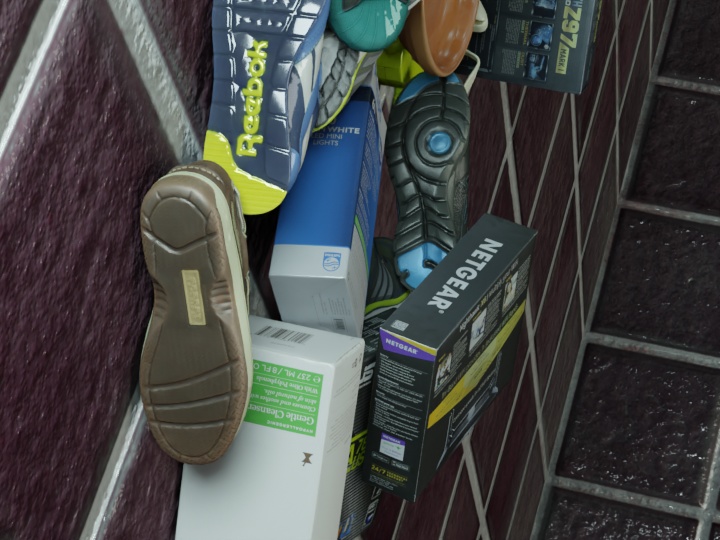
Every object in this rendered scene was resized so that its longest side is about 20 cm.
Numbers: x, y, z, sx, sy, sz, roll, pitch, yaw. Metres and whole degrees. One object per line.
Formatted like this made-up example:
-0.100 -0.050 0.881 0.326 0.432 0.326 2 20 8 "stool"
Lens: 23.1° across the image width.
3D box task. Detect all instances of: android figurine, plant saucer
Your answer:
0.046 -0.244 1.548 0.182 0.041 0.200 -50 147 -63 "android figurine"
0.063 -0.262 1.461 0.200 0.037 0.201 7 90 -74 "plant saucer"

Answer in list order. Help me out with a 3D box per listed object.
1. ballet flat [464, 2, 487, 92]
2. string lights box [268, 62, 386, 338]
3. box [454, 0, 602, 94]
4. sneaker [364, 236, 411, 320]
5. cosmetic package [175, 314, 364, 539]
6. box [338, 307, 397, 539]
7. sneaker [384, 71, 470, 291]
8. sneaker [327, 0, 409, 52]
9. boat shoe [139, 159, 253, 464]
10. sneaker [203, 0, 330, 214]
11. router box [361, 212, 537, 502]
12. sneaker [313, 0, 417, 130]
0.085 -0.219 1.664 0.071 0.065 0.200 39 64 -82 "ballet flat"
-0.021 -0.055 1.322 0.103 0.059 0.200 79 16 -58 "string lights box"
0.157 -0.282 1.710 0.051 0.157 0.200 -44 142 -66 "box"
0.000 0.000 1.502 0.200 0.074 0.081 -48 144 -67 "sneaker"
-0.068 0.142 1.274 0.085 0.107 0.200 -34 132 -71 "cosmetic package"
-0.019 0.139 1.409 0.200 0.047 0.193 -19 130 -65 "box"
0.060 -0.075 1.539 0.082 0.073 0.200 33 62 -77 "sneaker"
0.005 -0.236 1.144 0.080 0.071 0.200 -141 -137 -63 "sneaker"
-0.098 0.025 1.132 0.075 0.075 0.203 -64 160 -62 "boat shoe"
-0.059 -0.138 1.158 0.082 0.074 0.200 -21 124 -79 "sneaker"
0.074 0.068 1.436 0.200 0.052 0.158 -45 149 -49 "router box"
-0.008 -0.179 1.255 0.200 0.074 0.081 -52 179 -6 "sneaker"
